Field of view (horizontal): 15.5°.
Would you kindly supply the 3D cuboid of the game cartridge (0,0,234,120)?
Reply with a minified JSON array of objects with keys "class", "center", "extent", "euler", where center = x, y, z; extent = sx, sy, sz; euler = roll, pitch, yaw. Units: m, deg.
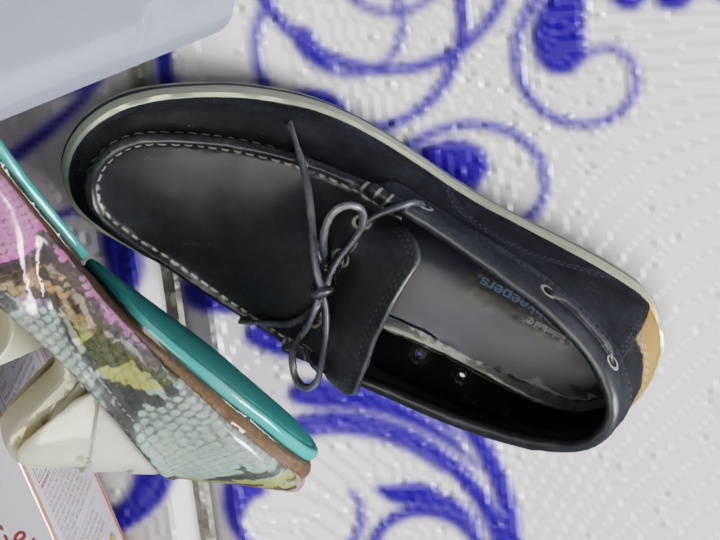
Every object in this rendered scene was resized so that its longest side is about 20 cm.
[{"class":"game cartridge","center":[-0.112,-0.140,0.711],"extent":[0.041,0.133,0.200],"euler":[-1,111,43]}]

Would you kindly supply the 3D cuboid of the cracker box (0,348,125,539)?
[{"class":"cracker box","center":[-0.167,0.064,0.879],"extent":[0.134,0.058,0.200],"euler":[-15,114,15]}]

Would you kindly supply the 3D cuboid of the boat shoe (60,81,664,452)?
[{"class":"boat shoe","center":[0.000,0.000,0.821],"extent":[0.200,0.062,0.075],"euler":[24,120,-3]}]

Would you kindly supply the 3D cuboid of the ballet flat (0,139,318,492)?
[{"class":"ballet flat","center":[-0.098,0.015,0.807],"extent":[0.071,0.069,0.200],"euler":[-44,118,-3]}]
